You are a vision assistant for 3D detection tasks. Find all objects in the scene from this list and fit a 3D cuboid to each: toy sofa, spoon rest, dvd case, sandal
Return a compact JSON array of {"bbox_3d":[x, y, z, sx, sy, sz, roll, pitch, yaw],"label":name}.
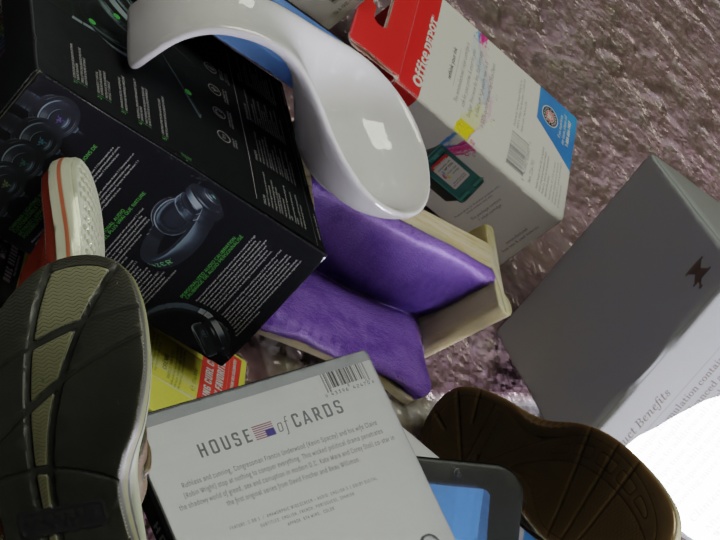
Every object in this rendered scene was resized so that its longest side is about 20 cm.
[{"bbox_3d":[0.000,0.000,1.265,0.199,0.082,0.098,26,45,-43],"label":"toy sofa"},{"bbox_3d":[-0.029,-0.092,1.099,0.199,0.060,0.100,27,46,-38],"label":"spoon rest"},{"bbox_3d":[-0.019,0.147,1.046,0.149,0.025,0.201,-14,69,-32],"label":"dvd case"},{"bbox_3d":[-0.128,0.095,0.953,0.057,0.079,0.203,-17,105,-85],"label":"sandal"}]

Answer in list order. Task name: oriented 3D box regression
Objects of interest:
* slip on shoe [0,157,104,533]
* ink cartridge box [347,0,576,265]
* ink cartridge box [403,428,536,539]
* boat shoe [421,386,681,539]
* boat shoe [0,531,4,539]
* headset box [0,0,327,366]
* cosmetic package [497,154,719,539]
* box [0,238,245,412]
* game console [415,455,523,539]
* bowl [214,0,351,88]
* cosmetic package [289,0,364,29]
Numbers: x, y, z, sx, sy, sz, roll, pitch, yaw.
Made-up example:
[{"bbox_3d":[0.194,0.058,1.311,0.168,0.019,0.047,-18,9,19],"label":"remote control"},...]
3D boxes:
[{"bbox_3d":[-0.158,0.044,1.008,0.061,0.202,0.074,10,13,-1],"label":"slip on shoe"},{"bbox_3d":[0.054,-0.113,1.447,0.200,0.067,0.117,39,38,-21],"label":"ink cartridge box"},{"bbox_3d":[0.021,0.165,1.190,0.200,0.067,0.116,41,39,-19],"label":"ink cartridge box"},{"bbox_3d":[0.121,0.130,1.254,0.072,0.199,0.065,-56,133,-9],"label":"boat shoe"},{"bbox_3d":[-0.194,0.146,0.970,0.200,0.073,0.065,48,47,-2],"label":"boat shoe"},{"bbox_3d":[-0.131,-0.074,1.104,0.199,0.093,0.175,32,24,-30],"label":"headset box"},{"bbox_3d":[0.231,0.067,1.379,0.199,0.168,0.167,33,16,-27],"label":"cosmetic package"},{"bbox_3d":[-0.153,0.036,1.097,0.199,0.050,0.076,36,37,-25],"label":"box"},{"bbox_3d":[0.005,0.188,1.061,0.198,0.117,0.176,7,29,-22],"label":"game console"},{"bbox_3d":[-0.085,-0.160,1.211,0.200,0.040,0.201,34,3,-2],"label":"bowl"},{"bbox_3d":[-0.061,-0.265,1.371,0.201,0.087,0.103,59,15,26],"label":"cosmetic package"}]
